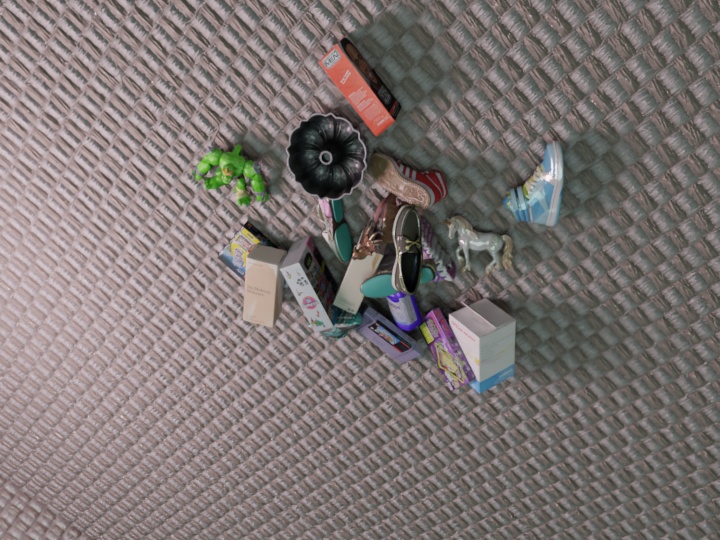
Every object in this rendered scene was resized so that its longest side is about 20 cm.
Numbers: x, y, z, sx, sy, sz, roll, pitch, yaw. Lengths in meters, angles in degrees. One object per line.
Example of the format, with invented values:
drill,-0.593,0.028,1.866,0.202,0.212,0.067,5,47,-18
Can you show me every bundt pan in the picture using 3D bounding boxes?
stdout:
bundt pan,-0.071,-0.274,1.436,0.197,0.076,0.207,6,113,13

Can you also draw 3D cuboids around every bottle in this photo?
bottle,0.100,0.058,1.600,0.083,0.065,0.203,23,139,54

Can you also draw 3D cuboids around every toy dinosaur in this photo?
toy dinosaur,0.056,-0.116,1.444,0.085,0.134,0.205,8,88,46

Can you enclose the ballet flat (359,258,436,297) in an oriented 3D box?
ballet flat,0.095,0.016,1.503,0.196,0.076,0.069,-16,113,16

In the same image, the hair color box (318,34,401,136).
hair color box,0.002,-0.405,1.336,0.061,0.102,0.200,-32,109,28

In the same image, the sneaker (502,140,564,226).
sneaker,0.390,-0.194,1.384,0.127,0.080,0.204,2,120,10

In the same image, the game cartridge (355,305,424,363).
game cartridge,0.068,0.181,1.677,0.199,0.039,0.129,37,155,-9

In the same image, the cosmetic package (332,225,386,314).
cosmetic package,0.000,0.000,1.577,0.070,0.106,0.202,23,124,-4

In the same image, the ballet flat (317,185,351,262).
ballet flat,-0.071,-0.119,1.551,0.070,0.069,0.204,5,118,35

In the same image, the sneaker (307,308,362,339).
sneaker,-0.055,0.147,1.681,0.198,0.078,0.091,-6,135,48

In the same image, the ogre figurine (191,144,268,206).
ogre figurine,-0.322,-0.243,1.518,0.198,0.098,0.121,34,142,10

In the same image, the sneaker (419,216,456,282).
sneaker,0.158,-0.045,1.531,0.087,0.081,0.202,-21,115,32

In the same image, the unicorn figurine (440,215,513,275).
unicorn figurine,0.280,-0.064,1.499,0.195,0.074,0.141,1,112,-4

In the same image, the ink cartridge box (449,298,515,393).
ink cartridge box,0.313,0.181,1.568,0.123,0.128,0.204,-20,123,-23

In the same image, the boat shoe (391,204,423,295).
boat shoe,0.113,-0.046,1.402,0.071,0.060,0.207,-3,105,-25

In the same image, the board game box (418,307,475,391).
board game box,0.222,0.208,1.600,0.203,0.032,0.120,64,161,13

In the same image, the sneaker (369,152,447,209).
sneaker,0.118,-0.220,1.449,0.199,0.111,0.072,41,130,23

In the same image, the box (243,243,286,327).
box,-0.256,0.041,1.629,0.093,0.078,0.204,12,122,6

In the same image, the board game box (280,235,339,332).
board game box,-0.124,0.035,1.600,0.063,0.148,0.203,-18,116,19

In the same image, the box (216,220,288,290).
box,-0.276,-0.020,1.667,0.199,0.038,0.136,42,120,-13
